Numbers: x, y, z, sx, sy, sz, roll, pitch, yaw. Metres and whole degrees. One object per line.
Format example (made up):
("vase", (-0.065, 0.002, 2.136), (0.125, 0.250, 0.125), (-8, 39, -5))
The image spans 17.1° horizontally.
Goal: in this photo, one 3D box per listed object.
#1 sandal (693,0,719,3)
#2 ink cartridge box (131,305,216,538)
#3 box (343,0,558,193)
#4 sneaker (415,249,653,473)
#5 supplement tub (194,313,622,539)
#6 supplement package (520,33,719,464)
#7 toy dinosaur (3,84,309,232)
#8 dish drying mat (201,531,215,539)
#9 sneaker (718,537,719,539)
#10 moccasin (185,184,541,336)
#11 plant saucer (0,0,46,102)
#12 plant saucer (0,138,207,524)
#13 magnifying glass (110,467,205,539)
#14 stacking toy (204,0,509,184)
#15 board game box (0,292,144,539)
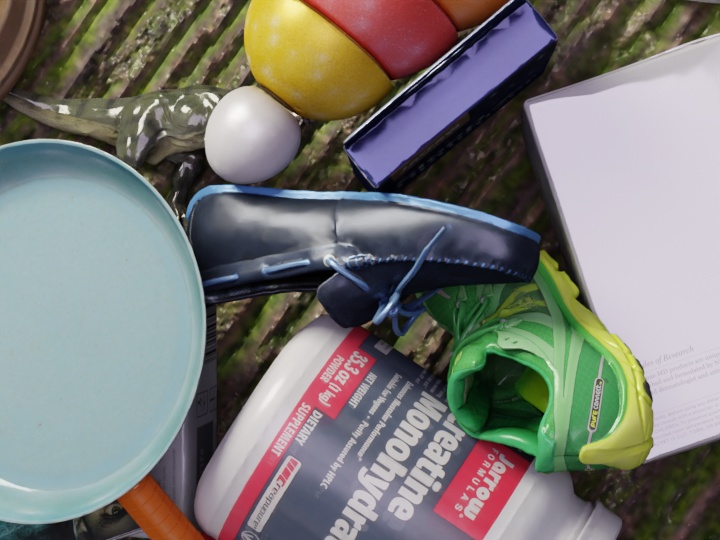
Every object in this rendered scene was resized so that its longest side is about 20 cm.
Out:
("sandal", (0.227, -0.182, 1.332), (0.202, 0.050, 0.083), (19, 88, 5))
("ink cartridge box", (-0.178, 0.059, 1.336), (0.199, 0.057, 0.164), (5, 100, 23))
("box", (0.047, -0.087, 1.261), (0.121, 0.200, 0.032), (-39, 87, 1))
("sneaker", (0.075, 0.038, 1.237), (0.083, 0.200, 0.074), (-12, 121, -23))
("supplement tub", (0.024, 0.129, 1.279), (0.199, 0.140, 0.141), (33, 89, 5))
("supplement package", (0.172, -0.010, 1.289), (0.119, 0.121, 0.201), (-19, 86, 3))
("toy dinosaur", (-0.119, -0.066, 1.348), (0.199, 0.047, 0.089), (3, 93, 15))
("dish drying mat", (-0.126, 0.196, 1.345), (0.199, 0.018, 0.077), (-19, 86, 3))
("sneaker", (0.283, 0.154, 1.294), (0.202, 0.077, 0.146), (-40, 88, 1))
("moccasin", (0.000, 0.000, 1.238), (0.199, 0.080, 0.069), (3, 75, 32))
("plant saucer", (-0.278, -0.161, 1.352), (0.199, 0.029, 0.201), (0, 77, -1))
("plant saucer", (-0.165, 0.032, 1.257), (0.199, 0.027, 0.201), (-2, 85, 23))
("magnifying glass", (-0.066, 0.181, 1.283), (0.200, 0.079, 0.022), (51, 53, -25))
("stacking toy", (-0.014, -0.130, 1.246), (0.146, 0.146, 0.200), (40, 89, 5))
("board game box", (-0.219, 0.106, 1.316), (0.199, 0.028, 0.136), (-20, 89, 21))
